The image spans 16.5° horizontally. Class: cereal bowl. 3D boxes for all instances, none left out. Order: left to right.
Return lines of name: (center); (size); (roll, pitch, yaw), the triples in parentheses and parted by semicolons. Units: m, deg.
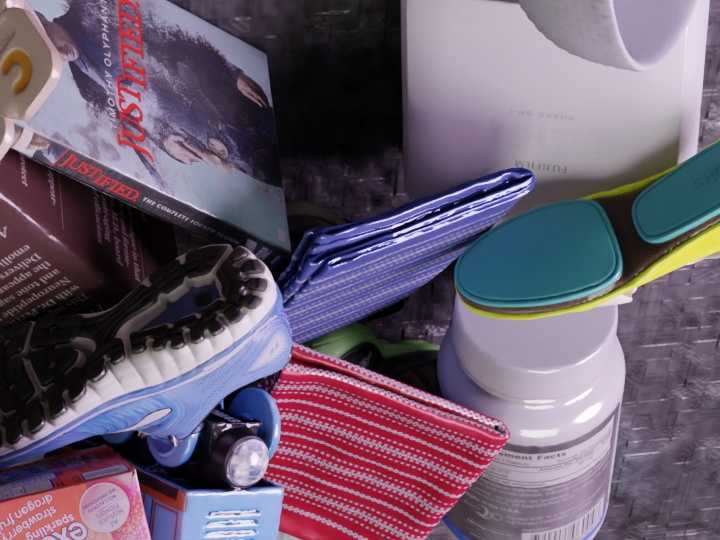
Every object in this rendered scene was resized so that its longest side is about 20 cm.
cereal bowl: (0.115, -0.200, 1.210); (0.083, 0.200, 0.200); (9, 147, 22)

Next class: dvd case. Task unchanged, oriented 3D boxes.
dvd case: (-0.122, -0.094, 1.296); (0.200, 0.146, 0.022); (25, 132, -35)

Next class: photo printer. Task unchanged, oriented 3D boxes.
photo printer: (0.104, -0.086, 1.372); (0.166, 0.069, 0.200); (8, 133, 9)

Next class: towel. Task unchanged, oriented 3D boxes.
towel: (-0.009, 0.117, 1.487); (0.144, 0.023, 0.200); (21, 147, -8)
towel: (0.000, 0.000, 1.363); (0.145, 0.024, 0.200); (-20, 169, -27)

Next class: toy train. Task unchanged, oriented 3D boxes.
toy train: (-0.122, 0.111, 1.444); (0.087, 0.200, 0.114); (4, 99, -39)

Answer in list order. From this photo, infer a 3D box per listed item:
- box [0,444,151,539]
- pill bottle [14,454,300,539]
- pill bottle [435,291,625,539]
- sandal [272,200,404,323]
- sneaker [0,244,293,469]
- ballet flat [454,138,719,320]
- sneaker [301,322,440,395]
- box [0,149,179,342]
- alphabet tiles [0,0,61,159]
box: (-0.163, 0.152, 1.291); (0.102, 0.095, 0.200); (-12, -178, -11)
pill bottle: (-0.126, 0.145, 1.607); (0.200, 0.114, 0.114); (13, 135, -28)
pill bottle: (0.101, 0.083, 1.503); (0.114, 0.114, 0.200); (-7, 141, -6)
sandal: (-0.022, -0.008, 1.485); (0.080, 0.057, 0.201); (-14, 157, 4)
sneaker: (-0.124, 0.064, 1.280); (0.200, 0.079, 0.089); (-22, 137, 9)
ballet flat: (0.150, -0.014, 1.340); (0.200, 0.067, 0.067); (-24, 149, 19)
sneaker: (0.012, 0.086, 1.569); (0.077, 0.084, 0.200); (-19, 163, 28)
box: (-0.218, -0.026, 1.338); (0.166, 0.164, 0.200); (-27, 139, 17)
alphabet tiles: (-0.216, -0.119, 1.198); (0.015, 0.196, 0.200); (11, 126, -51)
